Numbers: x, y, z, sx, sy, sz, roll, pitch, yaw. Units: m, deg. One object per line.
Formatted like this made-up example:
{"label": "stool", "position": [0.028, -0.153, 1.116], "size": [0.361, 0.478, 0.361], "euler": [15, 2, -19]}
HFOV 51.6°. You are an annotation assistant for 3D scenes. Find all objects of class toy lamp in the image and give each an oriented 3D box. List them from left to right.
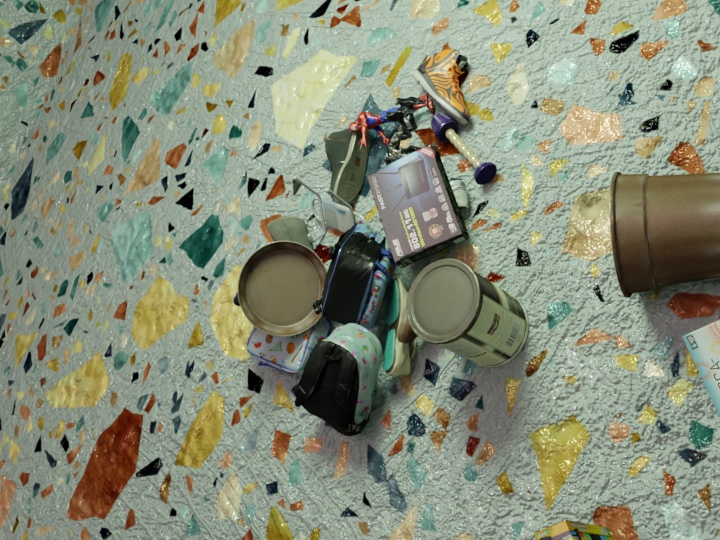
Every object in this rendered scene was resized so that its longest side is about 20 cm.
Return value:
{"label": "toy lamp", "position": [0.209, -0.258, 1.550], "size": [0.058, 0.058, 0.201], "euler": [-43, 53, 17]}

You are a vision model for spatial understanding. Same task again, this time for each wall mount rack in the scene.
{"label": "wall mount rack", "position": [-0.073, -0.130, 1.660], "size": [0.074, 0.176, 0.199], "euler": [-32, 38, -32]}

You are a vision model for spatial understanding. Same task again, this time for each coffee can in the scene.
{"label": "coffee can", "position": [0.194, 0.081, 1.330], "size": [0.145, 0.199, 0.149], "euler": [-15, 63, 33]}

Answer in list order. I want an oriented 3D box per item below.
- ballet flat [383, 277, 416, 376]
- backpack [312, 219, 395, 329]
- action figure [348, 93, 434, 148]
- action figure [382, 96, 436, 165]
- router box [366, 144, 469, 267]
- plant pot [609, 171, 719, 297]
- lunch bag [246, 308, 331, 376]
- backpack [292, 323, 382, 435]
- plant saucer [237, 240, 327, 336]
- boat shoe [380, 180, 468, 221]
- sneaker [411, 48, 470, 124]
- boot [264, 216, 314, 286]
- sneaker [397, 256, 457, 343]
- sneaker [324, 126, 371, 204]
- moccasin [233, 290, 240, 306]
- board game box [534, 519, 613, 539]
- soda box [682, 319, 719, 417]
{"label": "ballet flat", "position": [0.084, 0.116, 1.499], "size": [0.069, 0.069, 0.203], "euler": [-8, 68, 36]}
{"label": "backpack", "position": [0.000, 0.000, 1.547], "size": [0.133, 0.201, 0.185], "euler": [20, 121, 4]}
{"label": "action figure", "position": [0.065, -0.321, 1.664], "size": [0.197, 0.065, 0.101], "euler": [-9, 76, 22]}
{"label": "action figure", "position": [0.100, -0.257, 1.584], "size": [0.101, 0.202, 0.119], "euler": [16, 39, 21]}
{"label": "router box", "position": [0.113, -0.128, 1.485], "size": [0.148, 0.062, 0.203], "euler": [-24, 74, 19]}
{"label": "plant pot", "position": [0.505, -0.065, 1.155], "size": [0.196, 0.200, 0.204], "euler": [-4, 70, 29]}
{"label": "lunch bag", "position": [-0.166, 0.151, 1.678], "size": [0.198, 0.075, 0.163], "euler": [15, 84, 40]}
{"label": "backpack", "position": [-0.037, 0.206, 1.477], "size": [0.165, 0.126, 0.203], "euler": [23, 123, 19]}
{"label": "plant saucer", "position": [-0.164, 0.038, 1.589], "size": [0.203, 0.198, 0.034], "euler": [-66, 12, -3]}
{"label": "boat shoe", "position": [0.136, -0.111, 1.547], "size": [0.200, 0.074, 0.087], "euler": [-20, 74, 23]}
{"label": "sneaker", "position": [0.197, -0.409, 1.603], "size": [0.112, 0.077, 0.201], "euler": [-42, 56, 12]}
{"label": "boot", "position": [-0.173, -0.037, 1.705], "size": [0.073, 0.180, 0.202], "euler": [-53, 51, 42]}
{"label": "sneaker", "position": [0.149, 0.067, 1.437], "size": [0.075, 0.071, 0.201], "euler": [32, 79, 21]}
{"label": "sneaker", "position": [-0.046, -0.241, 1.744], "size": [0.105, 0.075, 0.203], "euler": [-1, 63, 43]}
{"label": "moccasin", "position": [-0.230, 0.023, 1.710], "size": [0.068, 0.200, 0.081], "euler": [-30, 90, 30]}
{"label": "board game box", "position": [0.338, 0.454, 1.067], "size": [0.056, 0.199, 0.167], "euler": [-33, 56, 21]}
{"label": "soda box", "position": [0.552, 0.179, 1.094], "size": [0.068, 0.063, 0.202], "euler": [-30, 56, 26]}
